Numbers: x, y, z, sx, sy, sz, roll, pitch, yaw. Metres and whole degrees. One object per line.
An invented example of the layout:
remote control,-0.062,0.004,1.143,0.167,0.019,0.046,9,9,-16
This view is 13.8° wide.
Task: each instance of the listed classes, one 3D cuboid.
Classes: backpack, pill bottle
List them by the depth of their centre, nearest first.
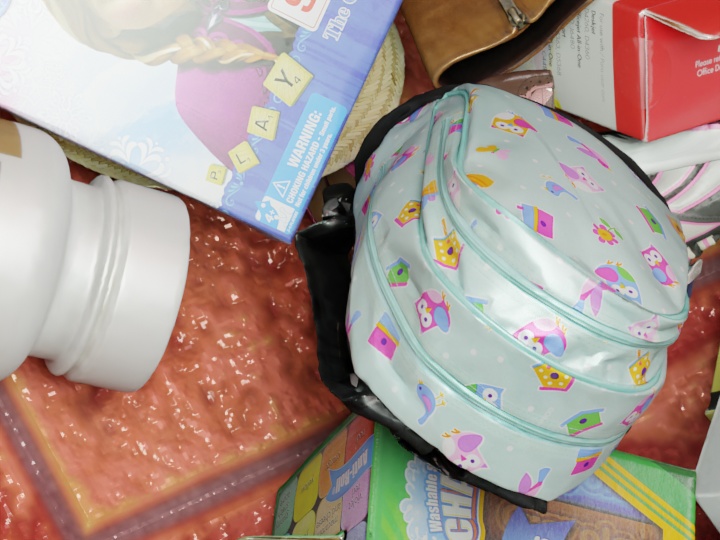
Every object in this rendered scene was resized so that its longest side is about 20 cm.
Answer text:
backpack,0.061,0.005,1.225,0.167,0.127,0.200,25,24,-5
pill bottle,-0.180,-0.013,1.261,0.200,0.114,0.114,14,59,-19

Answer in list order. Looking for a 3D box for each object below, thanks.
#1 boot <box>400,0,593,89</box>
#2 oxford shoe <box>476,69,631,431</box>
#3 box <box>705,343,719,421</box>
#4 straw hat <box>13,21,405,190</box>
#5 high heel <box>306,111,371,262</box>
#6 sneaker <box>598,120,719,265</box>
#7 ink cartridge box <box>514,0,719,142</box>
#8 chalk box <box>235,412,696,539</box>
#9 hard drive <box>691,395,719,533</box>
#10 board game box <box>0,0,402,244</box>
boot,0.071,-0.199,1.409,0.068,0.188,0.200,49,6,-42
oxford shoe,0.094,-0.001,1.367,0.071,0.073,0.200,-99,164,-60
box,0.222,0.003,1.473,0.075,0.050,0.200,46,48,-40
straw hat,-0.069,-0.130,1.361,0.201,0.085,0.201,6,48,-7
high heel,0.000,0.000,1.371,0.096,0.067,0.200,15,44,-30
sneaker,0.143,-0.029,1.437,0.200,0.080,0.086,-4,97,1
ink cartridge box,0.139,-0.119,1.428,0.116,0.200,0.067,-18,117,-32
chalk box,0.029,0.138,1.280,0.200,0.124,0.124,17,59,-19
hard drive,0.223,0.111,1.385,0.200,0.026,0.132,53,46,-36
board game box,-0.079,-0.142,1.287,0.199,0.041,0.200,24,88,-14
